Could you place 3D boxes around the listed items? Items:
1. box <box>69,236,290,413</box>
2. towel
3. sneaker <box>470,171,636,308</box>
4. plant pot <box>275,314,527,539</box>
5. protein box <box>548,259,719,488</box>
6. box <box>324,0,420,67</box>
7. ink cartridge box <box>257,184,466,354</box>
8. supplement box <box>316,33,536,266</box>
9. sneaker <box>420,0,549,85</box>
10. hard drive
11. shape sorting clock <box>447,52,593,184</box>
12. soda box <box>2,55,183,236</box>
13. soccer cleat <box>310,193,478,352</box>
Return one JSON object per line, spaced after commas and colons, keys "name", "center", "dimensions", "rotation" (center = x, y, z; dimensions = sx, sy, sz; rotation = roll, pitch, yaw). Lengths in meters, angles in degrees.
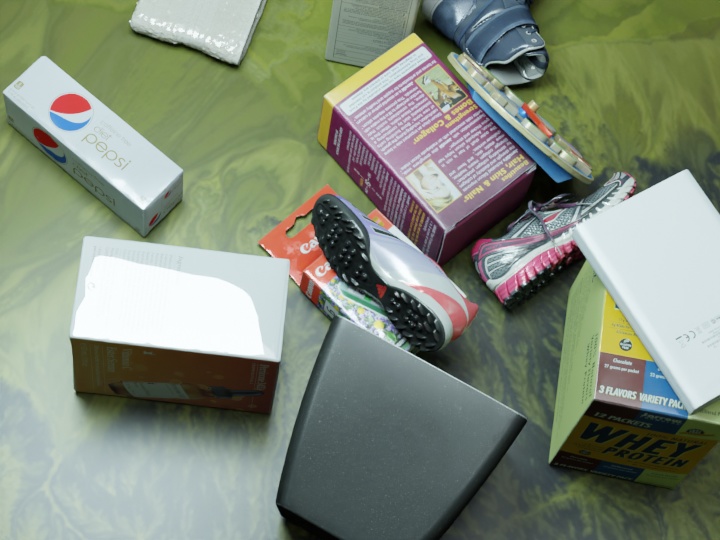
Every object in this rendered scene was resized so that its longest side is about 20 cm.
{"name": "box", "center": [-0.174, 0.055, 1.644], "dimensions": [0.199, 0.152, 0.107], "rotation": [7, 65, -3]}
{"name": "towel", "center": [-0.164, -0.328, 1.878], "dimensions": [0.132, 0.035, 0.201], "rotation": [18, 67, 3]}
{"name": "sneaker", "center": [0.207, -0.047, 1.774], "dimensions": [0.200, 0.081, 0.075], "rotation": [-34, 72, -19]}
{"name": "plant pot", "center": [0.021, 0.181, 1.602], "dimensions": [0.199, 0.200, 0.178], "rotation": [29, 79, 6]}
{"name": "protein box", "center": [0.279, 0.081, 1.660], "dimensions": [0.134, 0.200, 0.200], "rotation": [11, 66, -2]}
{"name": "box", "center": [0.018, -0.297, 1.794], "dimensions": [0.094, 0.200, 0.078], "rotation": [10, 66, -3]}
{"name": "ink cartridge box", "center": [0.000, 0.000, 1.744], "dimensions": [0.109, 0.050, 0.200], "rotation": [-41, 77, -21]}
{"name": "supplement box", "center": [0.067, -0.125, 1.778], "dimensions": [0.131, 0.103, 0.200], "rotation": [-35, 74, -19]}
{"name": "sneaker", "center": [0.188, -0.291, 1.871], "dimensions": [0.202, 0.077, 0.146], "rotation": [-34, 63, -9]}
{"name": "hard drive", "center": [0.303, 0.017, 1.566], "dimensions": [0.131, 0.026, 0.201], "rotation": [-26, 72, -17]}
{"name": "shape sorting clock", "center": [0.169, -0.160, 1.767], "dimensions": [0.039, 0.200, 0.200], "rotation": [-44, 76, 11]}
{"name": "soda box", "center": [-0.276, -0.129, 1.758], "dimensions": [0.200, 0.068, 0.064], "rotation": [39, 68, 10]}
{"name": "soccer cleat", "center": [0.032, -0.005, 1.696], "dimensions": [0.200, 0.068, 0.073], "rotation": [45, 45, 17]}
